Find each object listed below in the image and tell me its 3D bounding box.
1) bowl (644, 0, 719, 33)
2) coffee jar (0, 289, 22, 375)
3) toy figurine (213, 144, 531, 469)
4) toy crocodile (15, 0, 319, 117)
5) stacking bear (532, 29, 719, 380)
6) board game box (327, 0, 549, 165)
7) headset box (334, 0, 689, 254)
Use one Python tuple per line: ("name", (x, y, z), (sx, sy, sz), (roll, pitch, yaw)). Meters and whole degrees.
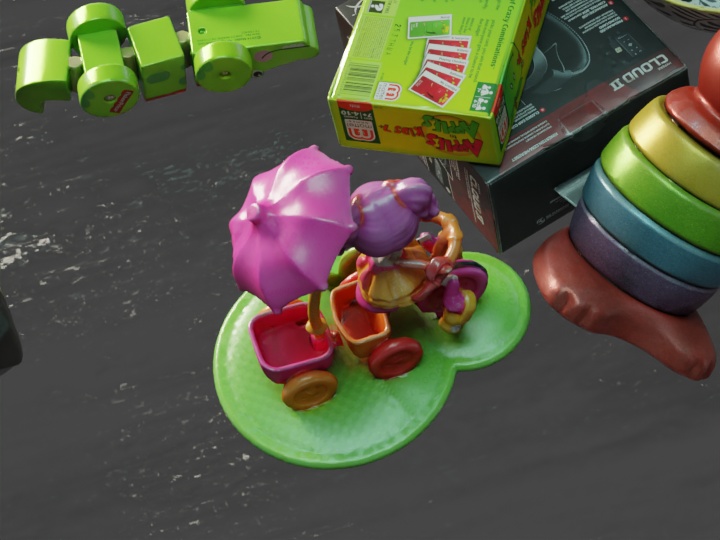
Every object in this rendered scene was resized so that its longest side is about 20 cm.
("bowl", (0.241, -0.218, 1.728), (0.200, 0.094, 0.201), (-3, 59, 6))
("coffee jar", (-0.291, -0.003, 1.671), (0.104, 0.085, 0.200), (-30, 61, -11))
("toy figurine", (0.000, 0.000, 1.575), (0.199, 0.184, 0.150), (-18, 59, -5))
("toy crocodile", (-0.126, -0.137, 1.752), (0.199, 0.062, 0.068), (-12, 58, -5))
("stacking bear", (0.198, -0.058, 1.571), (0.121, 0.200, 0.114), (25, 22, -23))
("board game box", (0.058, -0.161, 1.650), (0.101, 0.048, 0.200), (8, 57, 16))
("headset box", (0.100, -0.117, 1.686), (0.149, 0.077, 0.200), (-31, 56, -12))
